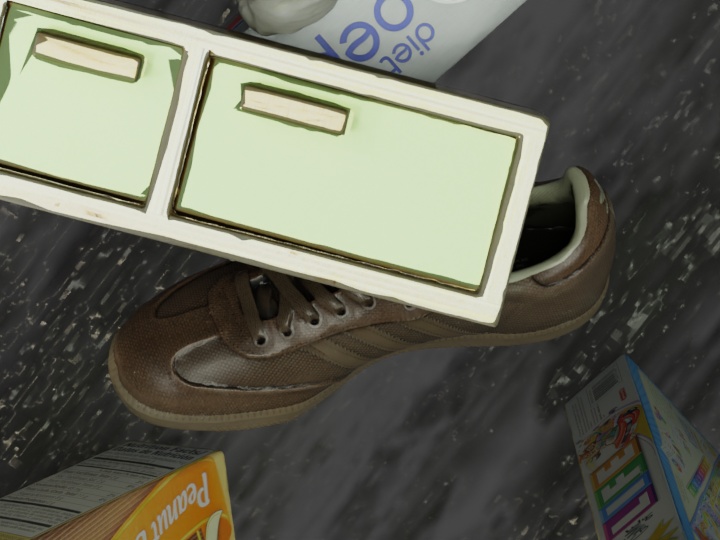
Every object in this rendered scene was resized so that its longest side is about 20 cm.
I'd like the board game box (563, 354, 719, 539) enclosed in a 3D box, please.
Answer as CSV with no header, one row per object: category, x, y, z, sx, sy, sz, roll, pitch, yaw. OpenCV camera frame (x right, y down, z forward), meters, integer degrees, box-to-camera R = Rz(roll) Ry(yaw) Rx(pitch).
board game box,0.140,0.121,1.025,0.034,0.200,0.134,-41,104,11

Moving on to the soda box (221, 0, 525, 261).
soda box,0.004,-0.096,1.028,0.200,0.068,0.063,-42,101,3

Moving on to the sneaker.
sneaker,0.000,0.000,1.037,0.199,0.071,0.076,-15,147,-12

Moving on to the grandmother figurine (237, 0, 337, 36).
grandmother figurine,-0.075,-0.166,0.976,0.060,0.121,0.200,-39,83,-1

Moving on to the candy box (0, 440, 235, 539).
candy box,-0.125,0.148,1.012,0.200,0.055,0.116,-23,111,-48

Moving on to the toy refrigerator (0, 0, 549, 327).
toy refrigerator,-0.040,-0.043,0.961,0.199,0.070,0.076,15,96,-2
